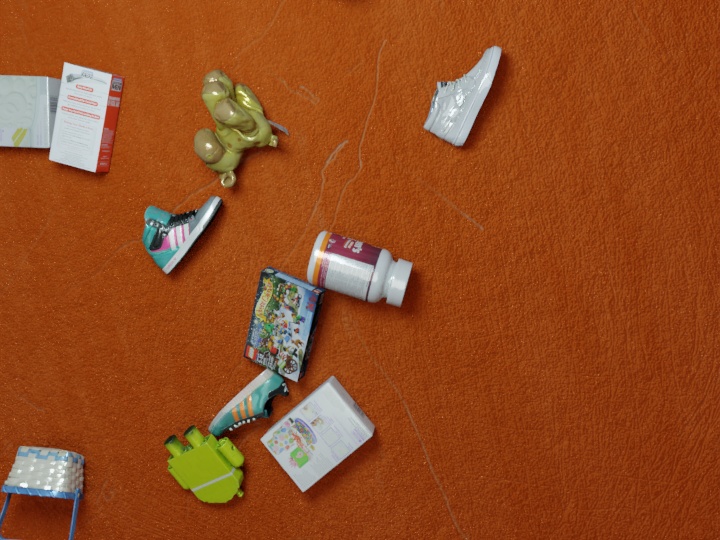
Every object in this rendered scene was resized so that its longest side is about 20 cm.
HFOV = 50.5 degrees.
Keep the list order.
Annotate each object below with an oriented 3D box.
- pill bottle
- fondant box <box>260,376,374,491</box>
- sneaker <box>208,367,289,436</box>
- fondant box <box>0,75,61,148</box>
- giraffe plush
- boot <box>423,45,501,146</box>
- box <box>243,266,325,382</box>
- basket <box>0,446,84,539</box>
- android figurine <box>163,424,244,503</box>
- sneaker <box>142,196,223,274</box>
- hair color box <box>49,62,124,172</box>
[{"bbox_3d":[0.000,0.000,1.529,0.196,0.110,0.112,17,100,5],"label":"pill bottle"},{"bbox_3d":[-0.089,0.344,1.607,0.199,0.058,0.145,-40,91,10],"label":"fondant box"},{"bbox_3d":[-0.237,0.297,1.621,0.200,0.071,0.080,-43,86,10],"label":"sneaker"},{"bbox_3d":[-0.736,-0.335,1.613,0.196,0.058,0.147,3,98,9],"label":"fondant box"},{"bbox_3d":[-0.267,-0.270,1.527,0.162,0.174,0.199,-41,125,21],"label":"giraffe plush"},{"bbox_3d":[0.193,-0.349,1.473,0.094,0.074,0.203,23,101,-3],"label":"boot"},{"bbox_3d":[-0.159,0.111,1.572,0.134,0.038,0.204,21,111,16],"label":"box"},{"bbox_3d":[-0.690,0.493,1.666,0.173,0.140,0.204,7,68,7],"label":"basket"},{"bbox_3d":[-0.331,0.425,1.646,0.180,0.041,0.201,-29,109,25],"label":"android figurine"},{"bbox_3d":[-0.385,-0.103,1.587,0.120,0.084,0.200,40,102,-9],"label":"sneaker"},{"bbox_3d":[-0.570,-0.317,1.590,0.109,0.064,0.204,15,101,7],"label":"hair color box"}]
